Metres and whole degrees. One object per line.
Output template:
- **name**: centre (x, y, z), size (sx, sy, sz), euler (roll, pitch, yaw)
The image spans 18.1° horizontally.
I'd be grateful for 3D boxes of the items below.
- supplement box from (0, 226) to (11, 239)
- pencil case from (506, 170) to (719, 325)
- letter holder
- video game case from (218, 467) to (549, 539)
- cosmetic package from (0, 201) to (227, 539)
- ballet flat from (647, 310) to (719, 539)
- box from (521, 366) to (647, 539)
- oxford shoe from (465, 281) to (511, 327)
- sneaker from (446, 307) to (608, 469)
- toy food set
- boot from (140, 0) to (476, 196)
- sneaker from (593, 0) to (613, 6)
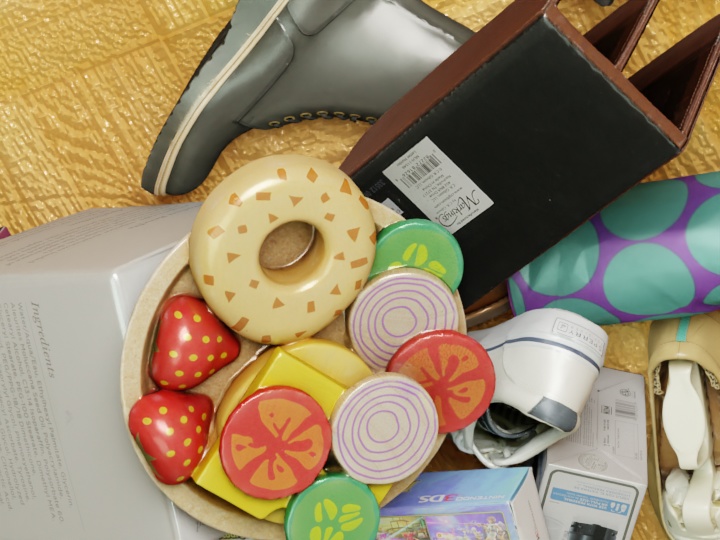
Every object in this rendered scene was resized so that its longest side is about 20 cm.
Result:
- **supplement box**: centre (-0.297, 0.071, 1.459), size (0.199, 0.103, 0.132), euler (-16, 112, 24)
- **pencil case**: centre (0.184, -0.009, 1.271), size (0.199, 0.086, 0.093), euler (-7, 145, 22)
- **letter holder**: centre (0.091, -0.088, 1.211), size (0.101, 0.142, 0.200), euler (42, 133, -10)
- **video game case**: centre (0.027, 0.207, 1.333), size (0.199, 0.045, 0.182), euler (-5, 115, 26)
- **cosmetic package**: centre (-0.131, 0.057, 1.312), size (0.199, 0.164, 0.166), euler (-2, 105, 43)
- **ballet flat**: centre (0.198, 0.115, 1.351), size (0.068, 0.063, 0.201), euler (-4, 118, 19)
- **box**: centre (0.121, 0.169, 1.371), size (0.060, 0.117, 0.201), euler (11, 123, -1)
- **oxford shoe**: centre (0.000, 0.000, 1.347), size (0.198, 0.071, 0.072), euler (1, 114, 18)
- **sneaker**: centre (0.074, 0.077, 1.303), size (0.073, 0.071, 0.200), euler (27, 158, -10)
- **toy food set**: centre (-0.027, 0.051, 1.184), size (0.197, 0.049, 0.201), euler (31, 93, -24)
- **boot**: centre (-0.029, -0.093, 1.302), size (0.138, 0.078, 0.200), euler (32, 124, -8)
- **sneaker**: centre (0.111, -0.185, 1.206), size (0.198, 0.067, 0.091), euler (5, 118, 12)
